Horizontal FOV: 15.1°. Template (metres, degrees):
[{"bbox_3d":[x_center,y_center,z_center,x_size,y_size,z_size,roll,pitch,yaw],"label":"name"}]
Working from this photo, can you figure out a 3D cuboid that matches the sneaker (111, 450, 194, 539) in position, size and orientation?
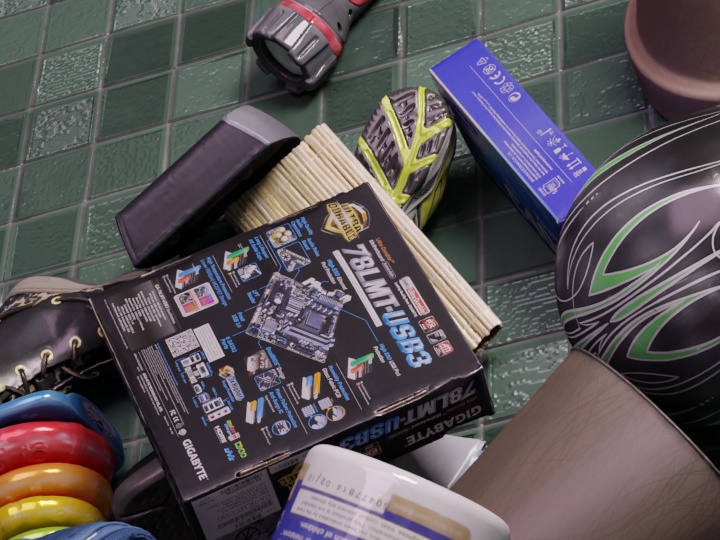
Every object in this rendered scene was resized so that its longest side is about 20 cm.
[{"bbox_3d":[-0.080,0.095,1.734,0.199,0.076,0.114,-33,40,-10],"label":"sneaker"}]

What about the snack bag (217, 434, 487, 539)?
[{"bbox_3d":[-0.040,0.162,1.716,0.200,0.021,0.189,12,55,36],"label":"snack bag"}]

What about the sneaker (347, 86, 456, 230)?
[{"bbox_3d":[0.011,-0.025,1.839,0.075,0.076,0.200,32,86,23],"label":"sneaker"}]

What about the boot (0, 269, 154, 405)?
[{"bbox_3d":[-0.201,0.069,1.834,0.203,0.074,0.154,2,35,39],"label":"boot"}]

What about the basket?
[{"bbox_3d":[0.103,0.166,1.554,0.200,0.136,0.180,-40,41,-6],"label":"basket"}]

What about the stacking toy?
[{"bbox_3d":[-0.201,0.186,1.736,0.110,0.116,0.200,-22,53,12],"label":"stacking toy"}]

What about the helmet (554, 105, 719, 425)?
[{"bbox_3d":[0.210,-0.001,1.606,0.190,0.200,0.200,-29,42,-3],"label":"helmet"}]

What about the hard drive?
[{"bbox_3d":[-0.105,-0.059,1.848,0.135,0.042,0.200,-42,-1,5],"label":"hard drive"}]

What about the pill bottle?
[{"bbox_3d":[-0.010,0.205,1.436,0.119,0.120,0.200,16,78,39],"label":"pill bottle"}]

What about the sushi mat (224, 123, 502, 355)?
[{"bbox_3d":[0.000,0.000,1.788,0.096,0.012,0.200,-43,65,5],"label":"sushi mat"}]

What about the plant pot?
[{"bbox_3d":[0.255,-0.214,1.806,0.200,0.175,0.201,-15,45,15],"label":"plant pot"}]

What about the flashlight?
[{"bbox_3d":[0.000,-0.222,2.034,0.068,0.068,0.200,23,64,43],"label":"flashlight"}]

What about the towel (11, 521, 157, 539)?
[{"bbox_3d":[-0.217,0.194,1.620,0.200,0.049,0.112,-17,13,42],"label":"towel"}]

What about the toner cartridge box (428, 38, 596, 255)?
[{"bbox_3d":[0.118,-0.064,1.794,0.043,0.095,0.200,-32,41,-3],"label":"toner cartridge box"}]

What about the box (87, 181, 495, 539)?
[{"bbox_3d":[-0.045,0.052,1.678,0.198,0.050,0.200,-23,44,-8],"label":"box"}]
